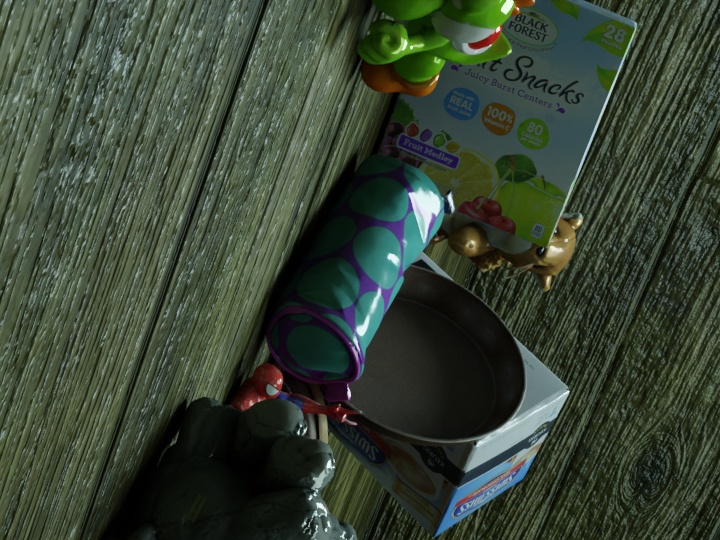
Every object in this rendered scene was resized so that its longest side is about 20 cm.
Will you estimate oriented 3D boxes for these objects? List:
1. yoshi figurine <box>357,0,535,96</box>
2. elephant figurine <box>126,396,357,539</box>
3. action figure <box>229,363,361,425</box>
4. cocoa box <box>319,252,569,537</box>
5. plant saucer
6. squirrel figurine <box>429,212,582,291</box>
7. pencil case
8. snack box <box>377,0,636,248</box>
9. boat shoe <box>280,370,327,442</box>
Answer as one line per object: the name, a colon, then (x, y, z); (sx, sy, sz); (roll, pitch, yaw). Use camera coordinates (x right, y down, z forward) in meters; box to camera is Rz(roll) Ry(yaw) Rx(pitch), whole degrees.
yoshi figurine: (0.037, -0.181, 1.047); (0.111, 0.113, 0.200); (-24, 178, -12)
elephant figurine: (-0.075, 0.189, 1.058); (0.201, 0.153, 0.142); (91, 0, -50)
action figure: (-0.067, 0.154, 1.215); (0.065, 0.098, 0.201); (-59, 167, -50)
cocoa box: (0.059, 0.108, 1.431); (0.133, 0.200, 0.132); (-25, 148, -39)
plant saucer: (0.041, 0.074, 1.329); (0.201, 0.199, 0.035); (-58, 175, -50)
squirrel figurine: (0.149, -0.060, 1.756); (0.200, 0.185, 0.143); (-12, 125, -81)
pencil case: (0.000, 0.000, 1.243); (0.201, 0.084, 0.093); (-59, 136, -42)
snack box: (0.120, -0.145, 1.354); (0.068, 0.167, 0.202); (-50, 161, -74)
boat shoe: (-0.072, 0.174, 1.320); (0.070, 0.070, 0.202); (-11, 121, -28)
